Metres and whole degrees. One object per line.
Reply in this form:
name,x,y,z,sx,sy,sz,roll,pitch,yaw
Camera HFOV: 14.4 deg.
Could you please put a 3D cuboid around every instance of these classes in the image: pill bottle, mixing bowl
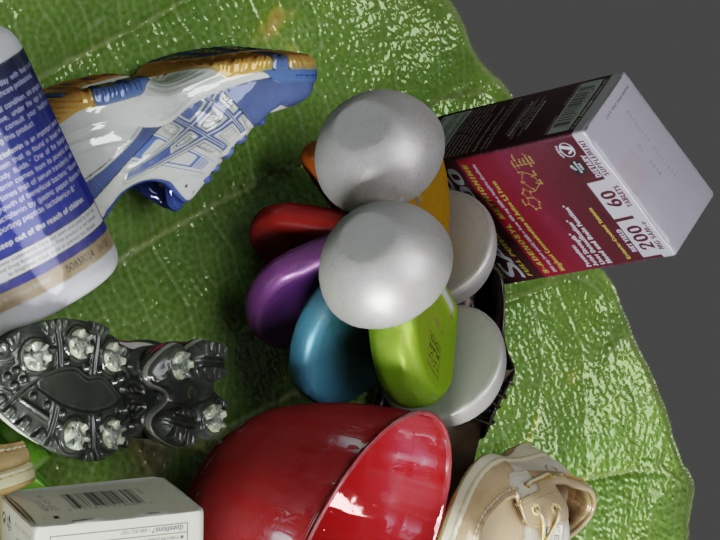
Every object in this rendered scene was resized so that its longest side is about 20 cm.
pill bottle,-0.226,-0.068,1.603,0.116,0.115,0.201,-33,105,-39
mixing bowl,-0.041,0.157,1.702,0.200,0.108,0.201,-48,151,-38

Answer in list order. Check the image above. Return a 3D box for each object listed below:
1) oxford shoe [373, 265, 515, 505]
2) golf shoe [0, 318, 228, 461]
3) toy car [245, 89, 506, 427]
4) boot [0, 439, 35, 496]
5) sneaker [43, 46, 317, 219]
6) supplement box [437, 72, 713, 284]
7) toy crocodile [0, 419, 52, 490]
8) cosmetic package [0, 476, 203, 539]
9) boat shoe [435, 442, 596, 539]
oxford shoe,0.056,0.086,1.839,0.072,0.084,0.201,13,76,-40
golf shoe,-0.160,0.070,1.628,0.200,0.088,0.078,11,81,-56
toy car,0.000,0.000,1.757,0.175,0.149,0.201,59,23,-52
boot,-0.279,0.058,1.548,0.199,0.073,0.157,-3,82,-18
sneaker,-0.110,-0.084,1.744,0.199,0.075,0.089,-16,105,-34
supplement box,0.116,-0.054,1.835,0.109,0.199,0.061,50,56,-22
toy crocodile,-0.191,0.137,1.639,0.067,0.062,0.200,-38,112,-4
cosmetic package,-0.146,0.225,1.600,0.103,0.073,0.201,-3,103,-23
boat shoe,0.103,0.158,1.820,0.200,0.069,0.074,-26,136,-66
